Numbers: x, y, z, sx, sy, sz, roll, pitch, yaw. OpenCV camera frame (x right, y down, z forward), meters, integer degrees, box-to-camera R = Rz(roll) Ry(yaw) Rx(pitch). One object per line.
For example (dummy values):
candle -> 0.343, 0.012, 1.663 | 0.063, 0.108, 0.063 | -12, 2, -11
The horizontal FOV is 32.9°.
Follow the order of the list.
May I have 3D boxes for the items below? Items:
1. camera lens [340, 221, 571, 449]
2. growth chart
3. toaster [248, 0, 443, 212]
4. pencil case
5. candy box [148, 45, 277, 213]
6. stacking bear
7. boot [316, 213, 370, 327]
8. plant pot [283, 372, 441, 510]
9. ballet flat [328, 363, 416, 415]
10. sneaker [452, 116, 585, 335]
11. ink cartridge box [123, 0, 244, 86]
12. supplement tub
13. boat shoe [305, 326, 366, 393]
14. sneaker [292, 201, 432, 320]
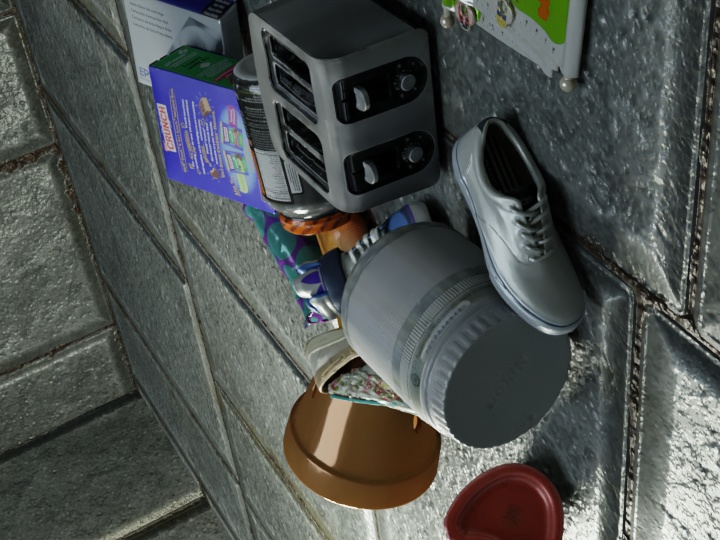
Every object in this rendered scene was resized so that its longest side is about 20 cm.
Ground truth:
camera lens -> 0.086, 0.057, 1.174 | 0.200, 0.159, 0.161 | 42, 150, 49
growth chart -> 0.118, -0.229, 0.967 | 0.200, 0.018, 0.145 | 43, 150, 47
toaster -> -0.018, -0.184, 1.221 | 0.200, 0.118, 0.182 | 44, 151, 45
pencil case -> -0.081, -0.023, 1.639 | 0.201, 0.085, 0.093 | 60, 143, 18
candy box -> -0.173, -0.185, 1.586 | 0.199, 0.077, 0.170 | 19, 130, 32
stacking bear -> 0.155, 0.280, 1.344 | 0.121, 0.114, 0.200 | 31, 165, 8
boot -> -0.017, -0.005, 1.537 | 0.202, 0.070, 0.144 | 92, 154, -46
plant pot -> 0.011, 0.172, 1.499 | 0.200, 0.199, 0.141 | 47, 138, 42
ballet flat -> 0.055, 0.123, 1.301 | 0.199, 0.075, 0.064 | 9, 89, 34
sneaker -> 0.137, -0.039, 1.056 | 0.201, 0.073, 0.071 | 62, 164, 10
ink cartridge box -> -0.239, -0.325, 1.639 | 0.199, 0.041, 0.201 | 23, 133, 34
supplement tub -> -0.067, -0.150, 1.391 | 0.122, 0.122, 0.201 | 38, 147, 54
boat shoe -> 0.026, 0.087, 1.374 | 0.199, 0.074, 0.070 | -26, 60, 33
sneaker -> 0.000, 0.000, 1.341 | 0.200, 0.145, 0.081 | 110, 144, -67
